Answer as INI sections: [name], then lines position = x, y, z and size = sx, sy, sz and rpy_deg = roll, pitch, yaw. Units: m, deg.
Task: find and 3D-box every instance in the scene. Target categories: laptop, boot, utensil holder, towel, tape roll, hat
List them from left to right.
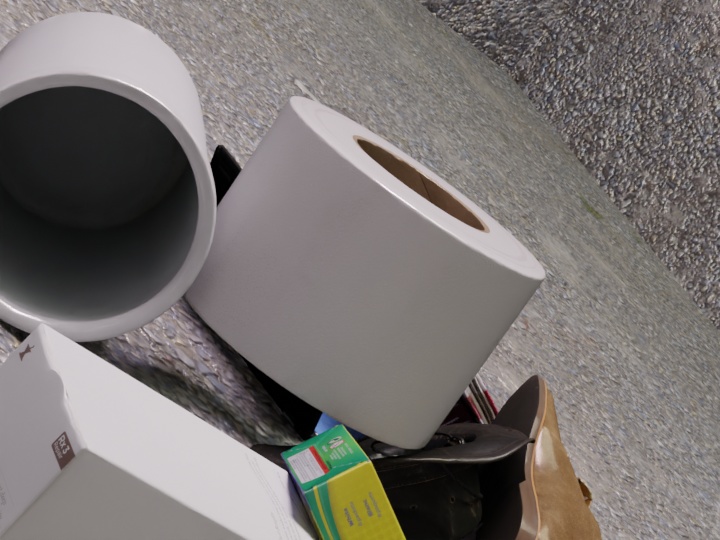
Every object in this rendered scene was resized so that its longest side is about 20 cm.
[utensil holder]
position = -0.179, -0.067, 1.401
size = 0.170, 0.170, 0.200
rpy_deg = 41, 10, -16
[laptop]
position = -0.042, 0.028, 1.650
size = 0.116, 0.200, 0.187
rpy_deg = -17, 56, -37
[tape roll]
position = 0.000, 0.000, 1.406
size = 0.202, 0.139, 0.203
rpy_deg = 34, 11, -7
[hat]
position = 0.022, 0.153, 1.476
size = 0.201, 0.200, 0.081
rpy_deg = -18, 105, -76
[towel]
position = 0.074, 0.075, 1.667
size = 0.201, 0.023, 0.144
rpy_deg = 60, -4, -13
[boot]
position = 0.125, 0.154, 1.529
size = 0.075, 0.074, 0.200
rpy_deg = 30, 33, -16

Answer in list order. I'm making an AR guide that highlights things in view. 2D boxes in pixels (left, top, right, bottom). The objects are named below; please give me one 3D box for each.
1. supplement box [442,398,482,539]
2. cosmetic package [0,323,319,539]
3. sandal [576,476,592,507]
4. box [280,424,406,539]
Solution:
[supplement box]
position = 0.073, 0.154, 1.649
size = 0.200, 0.061, 0.109
rpy_deg = 58, -5, 45
[cosmetic package]
position = -0.114, 0.127, 1.178
size = 0.200, 0.081, 0.113
rpy_deg = 34, 16, -35
[sandal]
position = 0.155, 0.192, 1.705
size = 0.212, 0.069, 0.078
rpy_deg = -148, -140, -69
[box]
position = 0.017, 0.197, 1.275
size = 0.201, 0.048, 0.117
rpy_deg = 65, -5, -9
